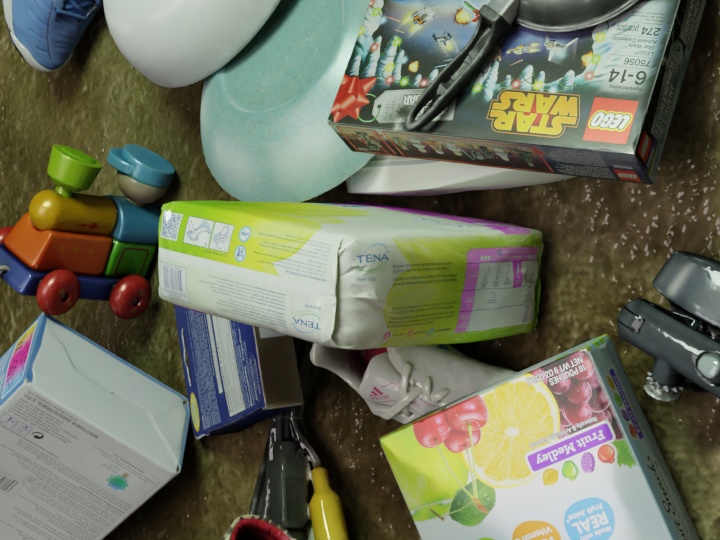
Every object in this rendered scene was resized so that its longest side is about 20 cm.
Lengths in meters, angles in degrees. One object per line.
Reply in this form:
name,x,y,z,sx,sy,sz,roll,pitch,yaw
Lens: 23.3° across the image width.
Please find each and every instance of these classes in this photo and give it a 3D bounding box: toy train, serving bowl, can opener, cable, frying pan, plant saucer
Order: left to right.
toy train,-0.221,-0.037,1.235,0.084,0.199,0.117,34,107,36
serving bowl,-0.114,-0.227,1.172,0.199,0.065,0.202,-31,45,37
plant saucer,-0.040,-0.140,1.126,0.200,0.039,0.203,-20,55,31
cable,-0.042,0.119,1.194,0.097,0.050,0.202,-24,62,57
frying pan,0.088,-0.169,0.985,0.189,0.031,0.116,-27,54,10
can opener,0.221,0.064,0.928,0.200,0.063,0.079,38,114,35

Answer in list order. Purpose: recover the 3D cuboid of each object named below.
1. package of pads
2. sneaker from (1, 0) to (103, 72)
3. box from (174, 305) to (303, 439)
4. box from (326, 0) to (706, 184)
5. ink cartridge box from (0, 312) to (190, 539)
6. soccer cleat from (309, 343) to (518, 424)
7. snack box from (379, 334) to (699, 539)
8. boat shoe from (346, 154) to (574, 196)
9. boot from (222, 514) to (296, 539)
package of pads,0.000,0.000,1.033,0.153,0.199,0.069,12,100,41
sneaker,-0.208,-0.238,1.300,0.077,0.075,0.202,39,116,39
box,-0.087,0.044,1.187,0.200,0.032,0.123,150,112,-68
box,0.090,-0.128,1.002,0.198,0.040,0.138,8,70,31
ink cartridge box,-0.237,0.141,1.284,0.200,0.136,0.077,-42,25,32
soccer cleat,0.051,0.082,1.065,0.199,0.086,0.071,27,108,38
snack box,0.115,0.157,0.987,0.141,0.053,0.202,-25,85,25
boat shoe,0.069,-0.084,1.066,0.199,0.071,0.069,-4,88,51
boot,-0.058,0.267,1.143,0.201,0.073,0.151,61,144,20
